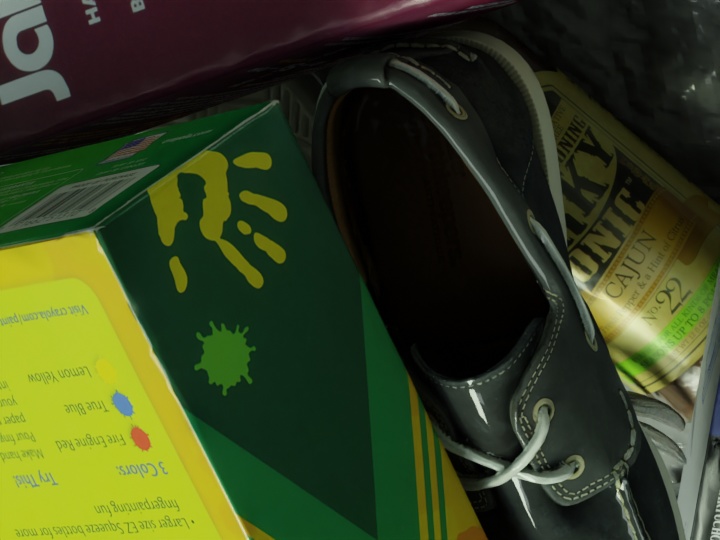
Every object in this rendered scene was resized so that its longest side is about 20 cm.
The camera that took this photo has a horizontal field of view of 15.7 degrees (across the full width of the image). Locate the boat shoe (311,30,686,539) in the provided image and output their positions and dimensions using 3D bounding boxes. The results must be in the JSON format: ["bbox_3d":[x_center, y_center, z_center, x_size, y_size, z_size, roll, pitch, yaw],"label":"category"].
[{"bbox_3d":[0.034,0.037,0.684,0.072,0.068,0.201,-16,91,18],"label":"boat shoe"}]

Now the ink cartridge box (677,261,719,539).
[{"bbox_3d":[0.146,0.055,0.783,0.094,0.044,0.201,7,115,1],"label":"ink cartridge box"}]

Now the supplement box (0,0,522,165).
[{"bbox_3d":[-0.037,-0.106,0.711,0.199,0.086,0.111,-16,91,30],"label":"supplement box"}]

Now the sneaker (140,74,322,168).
[{"bbox_3d":[0.000,0.000,0.869,0.075,0.085,0.200,-27,103,22],"label":"sneaker"}]

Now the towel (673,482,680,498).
[{"bbox_3d":[0.196,0.168,0.919,0.165,0.086,0.200,-1,132,32],"label":"towel"}]

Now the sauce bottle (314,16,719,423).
[{"bbox_3d":[0.046,-0.033,0.811,0.200,0.065,0.065,37,141,-11],"label":"sauce bottle"}]

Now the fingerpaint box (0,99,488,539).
[{"bbox_3d":[-0.069,0.055,0.702,0.200,0.073,0.167,-10,111,49],"label":"fingerpaint box"}]

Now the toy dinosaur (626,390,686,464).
[{"bbox_3d":[0.003,0.072,0.758,0.199,0.105,0.181,14,176,-36],"label":"toy dinosaur"}]
